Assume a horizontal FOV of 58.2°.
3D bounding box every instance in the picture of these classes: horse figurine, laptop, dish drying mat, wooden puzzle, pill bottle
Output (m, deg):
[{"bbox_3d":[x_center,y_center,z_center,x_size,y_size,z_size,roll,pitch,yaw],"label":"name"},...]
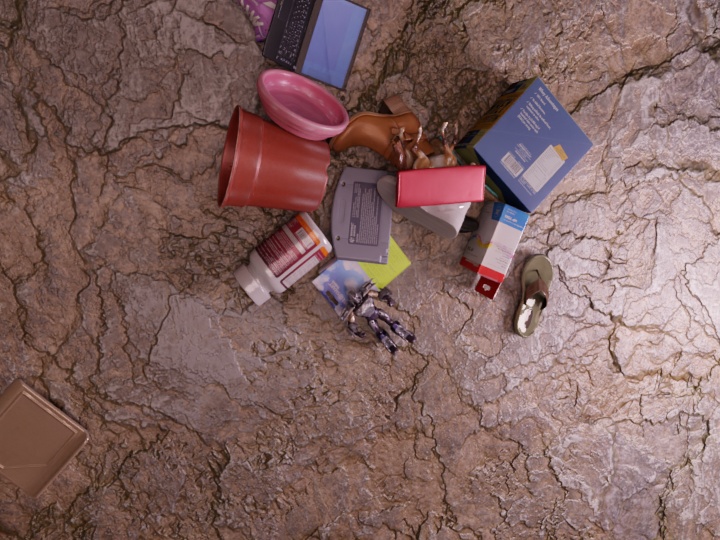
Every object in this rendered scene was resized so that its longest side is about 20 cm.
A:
[{"bbox_3d":[0.146,-0.232,1.327,0.197,0.050,0.135,-10,100,-24],"label":"horse figurine"},{"bbox_3d":[-0.086,-0.481,1.300,0.102,0.199,0.180,22,100,20],"label":"laptop"},{"bbox_3d":[0.163,-0.172,1.314,0.196,0.018,0.078,-7,110,-19],"label":"dish drying mat"},{"bbox_3d":[-0.707,0.356,1.374,0.200,0.037,0.185,43,90,-10],"label":"wooden puzzle"},{"bbox_3d":[-0.165,-0.024,1.370,0.199,0.110,0.110,-39,104,-2],"label":"pill bottle"}]

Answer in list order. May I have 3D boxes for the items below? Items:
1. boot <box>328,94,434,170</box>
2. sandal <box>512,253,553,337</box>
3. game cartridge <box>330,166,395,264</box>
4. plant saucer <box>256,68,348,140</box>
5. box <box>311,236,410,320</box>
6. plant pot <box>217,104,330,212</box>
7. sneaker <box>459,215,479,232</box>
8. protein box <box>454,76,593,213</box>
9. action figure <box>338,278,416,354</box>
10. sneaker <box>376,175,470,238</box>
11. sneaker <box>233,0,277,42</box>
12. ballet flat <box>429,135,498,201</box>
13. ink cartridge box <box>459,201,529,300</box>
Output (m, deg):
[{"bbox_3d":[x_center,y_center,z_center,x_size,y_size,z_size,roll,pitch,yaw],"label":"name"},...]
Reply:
[{"bbox_3d":[0.046,-0.263,1.370,0.198,0.077,0.157,-31,83,-17],"label":"boot"},{"bbox_3d":[0.414,0.063,1.520,0.078,0.057,0.205,7,98,-12],"label":"sandal"},{"bbox_3d":[0.002,-0.118,1.389,0.131,0.041,0.204,7,79,-7],"label":"game cartridge"},{"bbox_3d":[-0.120,-0.326,1.297,0.198,0.202,0.051,24,124,-14],"label":"plant saucer"},{"bbox_3d":[0.000,0.000,1.436,0.199,0.048,0.122,-40,103,-2],"label":"box"},{"bbox_3d":[-0.173,-0.208,1.304,0.192,0.201,0.204,10,98,-20],"label":"plant pot"},{"bbox_3d":[0.180,-0.142,1.437,0.197,0.076,0.092,19,87,-17],"label":"sneaker"},{"bbox_3d":[0.353,-0.271,1.412,0.198,0.135,0.200,44,90,-14],"label":"protein box"},{"bbox_3d":[0.035,0.103,1.416,0.130,0.070,0.200,-42,123,6],"label":"action figure"},{"bbox_3d":[0.138,-0.163,1.374,0.198,0.074,0.116,32,60,0],"label":"sneaker"},{"bbox_3d":[-0.220,-0.526,1.295,0.197,0.073,0.116,14,100,-13],"label":"sneaker"},{"bbox_3d":[0.215,-0.206,1.436,0.200,0.068,0.072,42,100,-12],"label":"ballet flat"},{"bbox_3d":[0.290,-0.048,1.448,0.066,0.116,0.203,21,95,-14],"label":"ink cartridge box"}]
